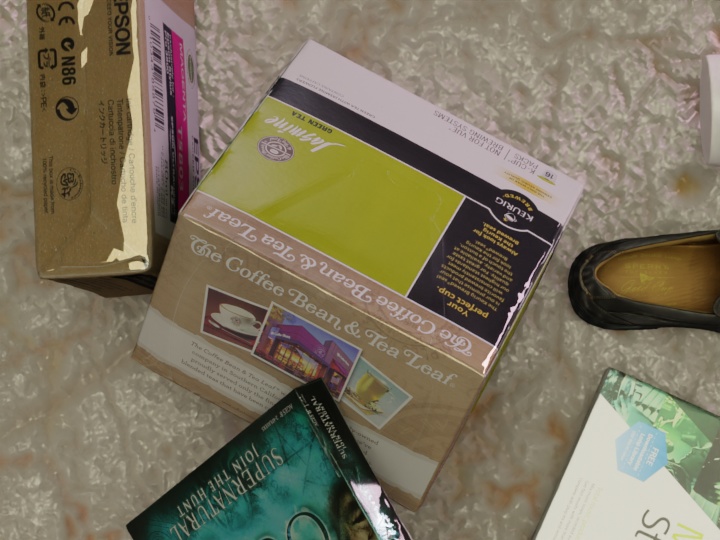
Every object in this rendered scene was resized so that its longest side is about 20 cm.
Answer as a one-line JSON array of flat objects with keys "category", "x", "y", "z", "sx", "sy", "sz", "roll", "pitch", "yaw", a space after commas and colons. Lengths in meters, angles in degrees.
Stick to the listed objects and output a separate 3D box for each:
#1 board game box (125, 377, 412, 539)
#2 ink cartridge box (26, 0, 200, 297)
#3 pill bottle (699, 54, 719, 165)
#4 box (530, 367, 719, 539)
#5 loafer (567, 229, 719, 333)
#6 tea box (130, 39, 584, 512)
[{"category": "board game box", "x": -0.051, "y": 0.167, "z": 1.324, "sx": 0.028, "sy": 0.200, "sz": 0.136, "roll": -20, "pitch": 75, "yaw": -44}, {"category": "ink cartridge box", "x": -0.150, "y": -0.089, "z": 1.393, "sx": 0.075, "sy": 0.165, "sz": 0.201, "roll": -4, "pitch": 86, "yaw": 8}, {"category": "pill bottle", "x": 0.315, "y": -0.103, "z": 1.404, "sx": 0.199, "sy": 0.111, "sz": 0.112, "roll": -2, "pitch": 86, "yaw": 2}, {"category": "box", "x": 0.218, "y": 0.168, "z": 1.425, "sx": 0.199, "sy": 0.036, "sz": 0.145, "roll": 24, "pitch": 87, "yaw": 3}, {"category": "loafer", "x": 0.233, "y": 0.006, "z": 1.418, "sx": 0.199, "sy": 0.072, "sz": 0.073, "roll": -7, "pitch": 84, "yaw": 1}, {"category": "tea box", "x": 0.000, "y": 0.000, "z": 1.353, "sx": 0.199, "sy": 0.134, "sz": 0.197, "roll": 28, "pitch": 43, "yaw": 5}]
